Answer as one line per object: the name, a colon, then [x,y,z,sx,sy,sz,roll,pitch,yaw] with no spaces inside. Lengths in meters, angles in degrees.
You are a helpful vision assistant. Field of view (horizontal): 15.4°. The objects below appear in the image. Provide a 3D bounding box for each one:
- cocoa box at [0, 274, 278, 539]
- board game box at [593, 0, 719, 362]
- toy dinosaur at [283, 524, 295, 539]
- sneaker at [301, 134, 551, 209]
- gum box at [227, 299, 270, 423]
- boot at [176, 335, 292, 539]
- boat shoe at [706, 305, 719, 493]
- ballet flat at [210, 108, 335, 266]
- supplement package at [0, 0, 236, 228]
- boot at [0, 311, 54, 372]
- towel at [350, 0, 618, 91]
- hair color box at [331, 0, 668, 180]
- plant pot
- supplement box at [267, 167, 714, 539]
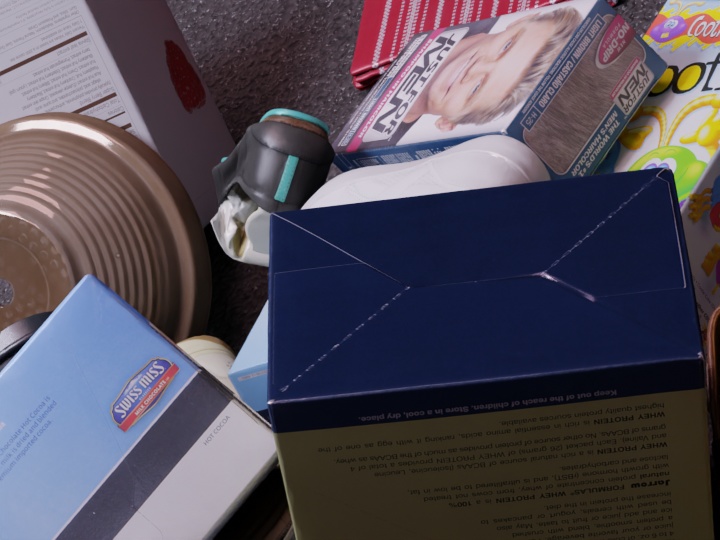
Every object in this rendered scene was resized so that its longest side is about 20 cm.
cocoa box: [-0.149,0.121,1.324,0.200,0.131,0.133,-49,-2,-6]
board game box: [0.180,-0.040,1.436,0.103,0.105,0.200,8,55,46]
toy dinosaur: [0.031,0.119,1.447,0.199,0.047,0.089,-6,53,41]
sneaker: [0.000,0.000,1.393,0.200,0.074,0.116,-25,18,48]
gum box: [0.031,-0.002,1.537,0.169,0.045,0.200,-17,26,29]
boot: [-0.129,0.140,1.541,0.200,0.072,0.155,-38,37,-3]
boat shoe: [0.203,0.094,1.300,0.072,0.068,0.201,-27,37,16]
ballet flat: [-0.057,-0.041,1.555,0.200,0.068,0.069,114,171,-79]
supplement package: [-0.176,-0.107,1.715,0.119,0.201,0.121,-22,10,21]
boot: [-0.185,0.143,1.428,0.198,0.073,0.163,-46,63,21]
towel: [0.086,-0.195,1.759,0.199,0.023,0.145,-17,39,24]
hair color box: [0.072,-0.088,1.473,0.100,0.061,0.200,-55,22,-19]
plant pot: [-0.199,0.007,1.625,0.200,0.202,0.093,-20,0,24]
supplement box: [0.066,0.079,1.277,0.199,0.201,0.135,-6,41,5]
